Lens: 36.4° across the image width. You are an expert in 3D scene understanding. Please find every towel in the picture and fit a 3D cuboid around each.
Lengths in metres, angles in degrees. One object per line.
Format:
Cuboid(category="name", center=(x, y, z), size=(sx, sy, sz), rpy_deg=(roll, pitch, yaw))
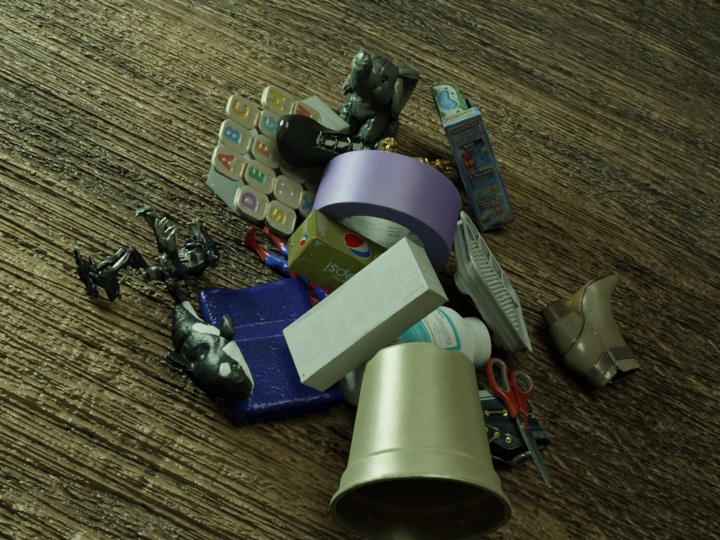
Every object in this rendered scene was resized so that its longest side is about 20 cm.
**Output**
Cuboid(category="towel", center=(-0.116, 0.103, 1.397), size=(0.147, 0.050, 0.200), rpy_deg=(-7, 52, -20))

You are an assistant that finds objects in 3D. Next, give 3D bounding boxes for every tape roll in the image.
Cuboid(category="tape roll", center=(0.034, -0.074, 1.506), size=(0.199, 0.200, 0.085), rpy_deg=(18, 65, -6))

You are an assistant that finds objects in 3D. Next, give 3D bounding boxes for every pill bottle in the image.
Cuboid(category="pill bottle", center=(0.069, 0.107, 1.422), size=(0.199, 0.111, 0.111), rpy_deg=(-6, 51, -29))

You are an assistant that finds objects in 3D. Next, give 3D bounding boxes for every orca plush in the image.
Cuboid(category="orca plush", center=(-0.204, 0.088, 1.320), size=(0.071, 0.105, 0.200), rpy_deg=(-1, 46, -38))

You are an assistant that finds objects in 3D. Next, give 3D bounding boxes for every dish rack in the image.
Cuboid(category="dish rack", center=(0.173, 0.021, 1.522), size=(0.172, 0.043, 0.200), rpy_deg=(56, 13, -20))

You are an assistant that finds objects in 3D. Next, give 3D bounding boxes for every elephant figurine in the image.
Cuboid(category="elephant figurine", center=(0.024, -0.281, 1.707), size=(0.141, 0.200, 0.155), rpy_deg=(2, 41, -18))

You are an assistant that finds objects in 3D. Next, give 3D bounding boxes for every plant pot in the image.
Cuboid(category="plant pot", center=(0.068, 0.191, 1.252), size=(0.200, 0.201, 0.184), rpy_deg=(11, 55, -13))

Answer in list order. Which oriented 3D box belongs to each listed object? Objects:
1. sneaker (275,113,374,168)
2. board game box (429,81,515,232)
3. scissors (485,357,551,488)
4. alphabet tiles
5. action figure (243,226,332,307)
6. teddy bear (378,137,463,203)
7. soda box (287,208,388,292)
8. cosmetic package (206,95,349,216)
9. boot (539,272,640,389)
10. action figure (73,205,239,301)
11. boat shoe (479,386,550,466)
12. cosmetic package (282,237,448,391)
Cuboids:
Cuboid(category="sneaker", center=(-0.031, -0.169, 1.530), size=(0.200, 0.091, 0.076), rpy_deg=(22, 70, -41))
Cuboid(category="board game box", center=(0.168, -0.199, 1.701), size=(0.061, 0.200, 0.200), rpy_deg=(-19, 50, 6))
Cuboid(category="scissors", center=(0.197, 0.188, 1.382), size=(0.073, 0.014, 0.200), rpy_deg=(22, 36, -18))
Cuboid(category="alphabet tiles", center=(-0.113, -0.153, 1.523), size=(0.195, 0.015, 0.201), rpy_deg=(28, 64, -33))
Cuboid(category="action figure", center=(-0.074, 0.005, 1.507), size=(0.200, 0.052, 0.065), rpy_deg=(44, 43, 17))
Cuboid(category="teddy bear", center=(0.065, -0.133, 1.669), size=(0.199, 0.067, 0.145), rpy_deg=(17, 67, -13))
Cuboid(category="soda box", center=(0.000, 0.000, 1.480), size=(0.200, 0.068, 0.064), rpy_deg=(28, 33, -24))
Cuboid(category="cosmetic package", center=(-0.121, -0.170, 1.612), size=(0.090, 0.107, 0.200), rpy_deg=(41, 48, 17))
Cuboid(category="boot", center=(0.354, 0.091, 1.602), size=(0.200, 0.070, 0.146), rpy_deg=(-24, 67, -37))
Cuboid(category="action figure", center=(-0.259, -0.028, 1.410), size=(0.199, 0.102, 0.119), rpy_deg=(-17, 15, -28))
Cuboid(category="boat shoe", center=(0.149, 0.204, 1.390), size=(0.200, 0.071, 0.091), rpy_deg=(-8, 48, -32))
Cuboid(category="cosmetic package", center=(0.004, 0.056, 1.317), size=(0.051, 0.200, 0.083), rpy_deg=(31, 28, -47))
